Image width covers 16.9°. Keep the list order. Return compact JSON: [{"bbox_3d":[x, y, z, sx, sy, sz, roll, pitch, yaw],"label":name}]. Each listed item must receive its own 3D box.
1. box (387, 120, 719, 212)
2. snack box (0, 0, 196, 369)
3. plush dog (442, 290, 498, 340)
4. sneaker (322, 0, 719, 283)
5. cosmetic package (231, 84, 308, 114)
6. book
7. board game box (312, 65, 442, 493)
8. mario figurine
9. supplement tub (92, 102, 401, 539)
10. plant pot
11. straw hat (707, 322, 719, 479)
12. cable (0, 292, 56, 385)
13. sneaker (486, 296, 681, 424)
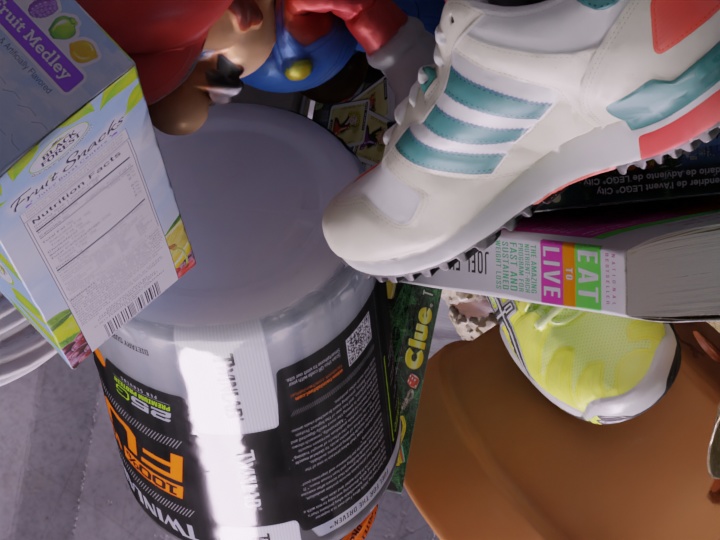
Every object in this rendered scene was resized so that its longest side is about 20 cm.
[{"bbox_3d":[0.087,-0.049,0.996,0.136,0.038,0.200,-5,-176,-3],"label":"box"},{"bbox_3d":[-0.138,-0.069,0.793,0.169,0.068,0.200,46,171,12],"label":"snack box"},{"bbox_3d":[0.080,-0.006,1.338,0.172,0.161,0.200,39,162,-25],"label":"plush dog"},{"bbox_3d":[0.048,-0.068,0.814,0.200,0.070,0.093,-25,108,43],"label":"sneaker"},{"bbox_3d":[-0.077,-0.069,1.153,0.103,0.088,0.200,11,174,0],"label":"cosmetic package"},{"bbox_3d":[0.099,-0.010,0.972,0.133,0.048,0.200,-5,-173,-29],"label":"book"},{"bbox_3d":[0.000,0.000,1.134,0.023,0.201,0.105,18,170,-41],"label":"board game box"},{"bbox_3d":[-0.042,-0.077,0.887,0.123,0.106,0.200,-35,159,27],"label":"mario figurine"},{"bbox_3d":[-0.046,0.038,0.995,0.122,0.123,0.200,9,141,13],"label":"supplement tub"},{"bbox_3d":[0.131,0.085,1.209,0.200,0.140,0.200,38,-160,-16],"label":"plant pot"},{"bbox_3d":[0.181,-0.007,1.088,0.085,0.201,0.201,36,-176,21],"label":"straw hat"},{"bbox_3d":[-0.180,-0.046,0.974,0.069,0.200,0.200,14,142,53],"label":"cable"},{"bbox_3d":[0.078,-0.008,1.133,0.076,0.075,0.200,42,-169,-51],"label":"sneaker"}]
